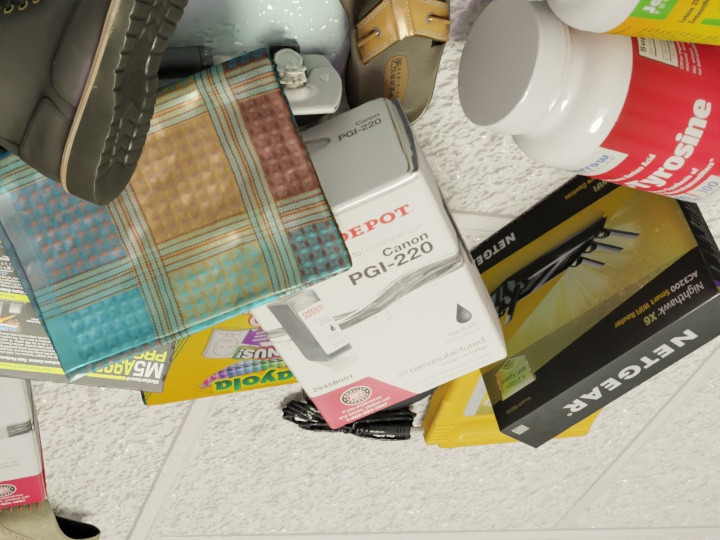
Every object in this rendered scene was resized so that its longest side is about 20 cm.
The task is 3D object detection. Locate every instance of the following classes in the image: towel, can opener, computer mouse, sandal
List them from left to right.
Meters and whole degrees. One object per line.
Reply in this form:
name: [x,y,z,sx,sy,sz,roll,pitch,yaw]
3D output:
towel: [-0.121,-0.031,0.801,0.198,0.022,0.148,-21,103,9]
can opener: [-0.106,-0.107,0.834,0.198,0.053,0.067,-3,141,-16]
sandal: [0.021,-0.149,0.824,0.081,0.055,0.201,-9,143,-9]
computer mouse: [0.030,0.095,1.144,0.137,0.053,0.200,8,137,-28]

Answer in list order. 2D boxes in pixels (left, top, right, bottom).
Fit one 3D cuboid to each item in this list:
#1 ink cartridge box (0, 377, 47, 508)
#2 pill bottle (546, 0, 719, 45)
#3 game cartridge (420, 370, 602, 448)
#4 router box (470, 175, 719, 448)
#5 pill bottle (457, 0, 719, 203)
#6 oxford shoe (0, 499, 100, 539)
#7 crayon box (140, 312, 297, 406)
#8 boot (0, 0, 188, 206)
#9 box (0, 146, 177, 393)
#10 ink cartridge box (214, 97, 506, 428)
ink cartridge box: [-0.320,0.102,0.998,0.144,0.084,0.201,-7,142,-12]
pill bottle: [0.172,-0.193,0.776,0.198,0.112,0.111,1,140,-22]
game cartridge: [0.158,0.097,1.212,0.174,0.033,0.201,-3,140,-16]
router box: [0.173,0.016,1.008,0.199,0.158,0.052,-37,139,25]
pill bottle: [0.168,-0.116,0.875,0.198,0.113,0.112,10,136,-30]
oxford shoe: [-0.318,0.221,1.186,0.075,0.070,0.200,-50,136,1]
crayon box: [-0.076,0.034,1.021,0.198,0.059,0.119,-9,141,-10]
boot: [-0.174,-0.154,0.738,0.077,0.137,0.202,-24,136,-74]
box: [-0.206,-0.009,0.871,0.198,0.044,0.162,8,108,-29]
ink cartridge box: [0.000,0.000,0.902,0.145,0.085,0.201,-23,133,7]
